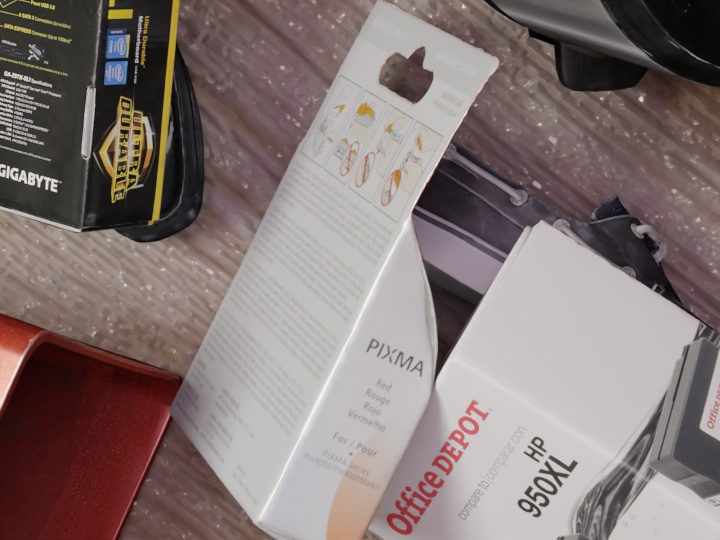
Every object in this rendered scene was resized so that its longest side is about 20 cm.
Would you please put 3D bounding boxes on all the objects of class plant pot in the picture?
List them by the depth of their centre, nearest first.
[{"bbox_3d":[-0.213,0.092,1.142,0.175,0.200,0.201,23,88,15],"label":"plant pot"}]

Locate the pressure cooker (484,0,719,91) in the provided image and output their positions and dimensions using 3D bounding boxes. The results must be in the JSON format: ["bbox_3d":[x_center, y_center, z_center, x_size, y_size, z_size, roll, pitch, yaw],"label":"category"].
[{"bbox_3d":[0.118,-0.168,1.131,0.176,0.200,0.179,-50,119,-6],"label":"pressure cooker"}]

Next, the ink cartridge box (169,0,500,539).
[{"bbox_3d":[0.000,0.000,1.133,0.050,0.162,0.201,28,94,-21],"label":"ink cartridge box"}]

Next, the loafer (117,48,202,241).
[{"bbox_3d":[-0.119,-0.109,1.191,0.068,0.070,0.202,-20,86,3],"label":"loafer"}]

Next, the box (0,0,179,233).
[{"bbox_3d":[-0.160,-0.114,1.146,0.199,0.049,0.161,15,104,37],"label":"box"}]

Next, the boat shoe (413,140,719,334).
[{"bbox_3d":[0.099,0.002,1.184,0.199,0.072,0.068,28,84,7],"label":"boat shoe"}]

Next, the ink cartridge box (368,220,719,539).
[{"bbox_3d":[0.114,0.093,1.127,0.199,0.145,0.084,33,54,3],"label":"ink cartridge box"}]
